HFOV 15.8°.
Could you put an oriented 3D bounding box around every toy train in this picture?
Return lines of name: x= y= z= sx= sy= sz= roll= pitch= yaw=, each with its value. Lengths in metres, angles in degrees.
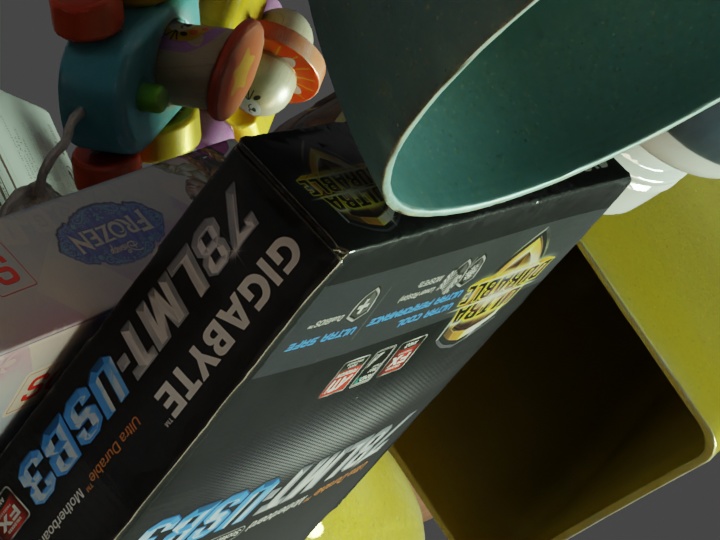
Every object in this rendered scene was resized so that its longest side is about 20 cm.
toy train: x=-0.049 y=-0.029 z=0.860 sx=0.055 sy=0.151 sz=0.200 roll=8 pitch=175 yaw=18

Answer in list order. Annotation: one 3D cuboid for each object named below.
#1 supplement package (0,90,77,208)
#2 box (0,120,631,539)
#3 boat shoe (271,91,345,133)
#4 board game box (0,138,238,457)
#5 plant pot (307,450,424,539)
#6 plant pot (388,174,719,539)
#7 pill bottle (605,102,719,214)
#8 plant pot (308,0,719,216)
supplement package: x=-0.163 y=0.003 z=0.846 sx=0.113 sy=0.110 sz=0.200 roll=-28 pitch=169 yaw=10
box: x=-0.029 y=0.037 z=0.769 sx=0.199 sy=0.050 sz=0.200 roll=-51 pitch=164 yaw=24
boat shoe: x=0.040 y=-0.069 z=1.109 sx=0.067 sy=0.072 sz=0.200 roll=11 pitch=-158 yaw=42
board game box: x=-0.128 y=0.063 z=0.745 sx=0.200 sy=0.041 sz=0.200 roll=-24 pitch=156 yaw=-54
plant pot: x=-0.069 y=0.139 z=1.568 sx=0.199 sy=0.200 sz=0.142 roll=-24 pitch=145 yaw=-6
plant pot: x=0.113 y=0.003 z=1.290 sx=0.176 sy=0.200 sz=0.200 roll=-31 pitch=176 yaw=-40
pill bottle: x=0.152 y=-0.105 z=1.015 sx=0.119 sy=0.120 sz=0.200 roll=-13 pitch=164 yaw=-47
plant pot: x=0.059 y=-0.124 z=0.655 sx=0.199 sy=0.135 sz=0.200 roll=-29 pitch=167 yaw=-7
